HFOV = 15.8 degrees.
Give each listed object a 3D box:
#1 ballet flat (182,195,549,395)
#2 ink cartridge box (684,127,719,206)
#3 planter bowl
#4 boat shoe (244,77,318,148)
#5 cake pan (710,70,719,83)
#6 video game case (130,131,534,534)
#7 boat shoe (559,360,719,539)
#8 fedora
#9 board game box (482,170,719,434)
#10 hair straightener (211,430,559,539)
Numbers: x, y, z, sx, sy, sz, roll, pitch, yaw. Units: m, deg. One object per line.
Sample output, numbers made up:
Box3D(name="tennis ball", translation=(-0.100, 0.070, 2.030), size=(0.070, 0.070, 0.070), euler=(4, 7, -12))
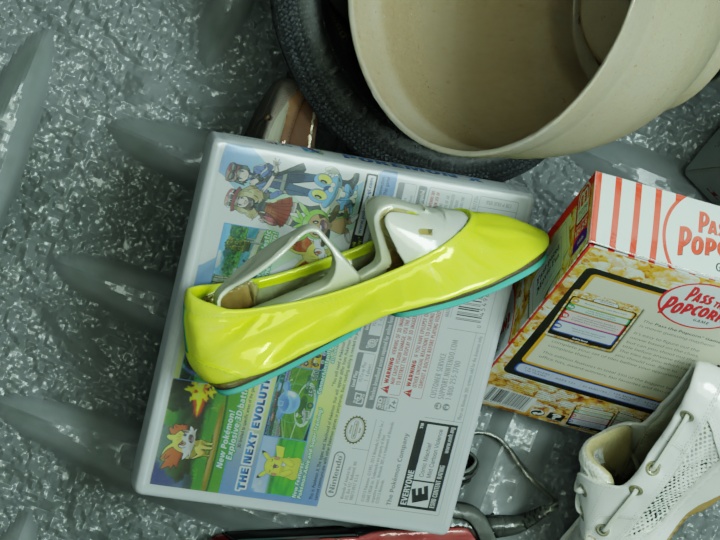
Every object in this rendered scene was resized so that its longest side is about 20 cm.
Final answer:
Box3D(name="ballet flat", translation=(0.000, 0.000, 1.337), size=(0.199, 0.067, 0.067), euler=(-22, 110, -5))
Box3D(name="ink cartridge box", translation=(0.300, -0.059, 1.424), size=(0.145, 0.200, 0.145), euler=(44, 82, -10))
Box3D(name="planter bowl", translation=(0.109, -0.147, 1.308), size=(0.134, 0.200, 0.201), euler=(10, 91, -44))
Box3D(name="boat shoe", translation=(-0.040, -0.006, 1.428), size=(0.071, 0.076, 0.201), euler=(8, 100, -12))
Box3D(name="cake pan", translation=(0.194, -0.189, 1.395), size=(0.037, 0.200, 0.201), euler=(-8, 94, -10))
Box3D(name="video game case", translation=(-0.015, 0.037, 1.391), size=(0.181, 0.022, 0.201), euler=(9, 105, -17))
Box3D(name="boat shoe", translation=(0.149, 0.114, 1.427), size=(0.069, 0.071, 0.200), euler=(32, 127, -11))
Box3D(name="fedora", translation=(0.036, -0.144, 1.422), size=(0.199, 0.092, 0.202), euler=(-2, 98, -15))
Box3D(name="board game box", translation=(0.158, 0.031, 1.402), size=(0.151, 0.200, 0.047), euler=(16, 60, -12))
Box3D(name="hair straightener", translation=(0.016, 0.120, 1.456), size=(0.199, 0.041, 0.077), euler=(1, 93, -11))
